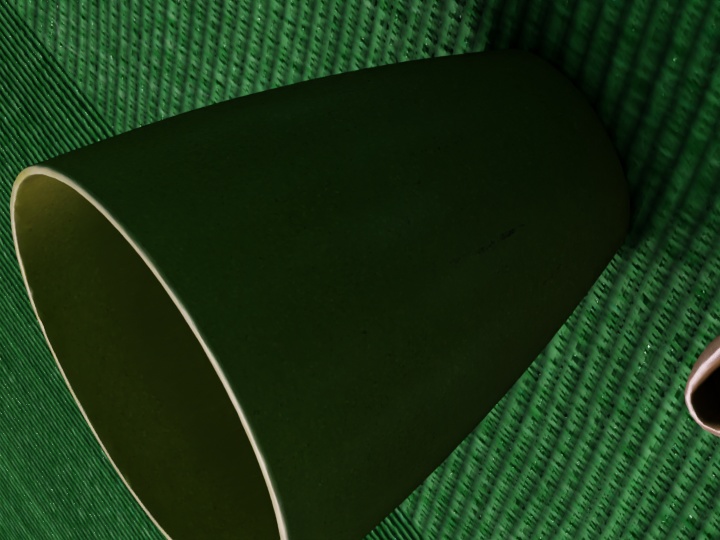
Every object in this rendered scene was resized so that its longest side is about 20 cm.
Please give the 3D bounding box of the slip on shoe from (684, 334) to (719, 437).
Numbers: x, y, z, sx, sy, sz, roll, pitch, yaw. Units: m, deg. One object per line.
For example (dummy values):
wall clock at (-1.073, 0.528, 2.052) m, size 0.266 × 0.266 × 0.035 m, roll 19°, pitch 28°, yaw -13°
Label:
slip on shoe at (0.174, 0.027, 0.784) m, size 0.076 × 0.061 × 0.200 m, roll 64°, pitch 158°, yaw -11°

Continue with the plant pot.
plant pot at (0.000, 0.000, 0.938) m, size 0.187 × 0.200 × 0.187 m, roll 47°, pitch 154°, yaw 31°
